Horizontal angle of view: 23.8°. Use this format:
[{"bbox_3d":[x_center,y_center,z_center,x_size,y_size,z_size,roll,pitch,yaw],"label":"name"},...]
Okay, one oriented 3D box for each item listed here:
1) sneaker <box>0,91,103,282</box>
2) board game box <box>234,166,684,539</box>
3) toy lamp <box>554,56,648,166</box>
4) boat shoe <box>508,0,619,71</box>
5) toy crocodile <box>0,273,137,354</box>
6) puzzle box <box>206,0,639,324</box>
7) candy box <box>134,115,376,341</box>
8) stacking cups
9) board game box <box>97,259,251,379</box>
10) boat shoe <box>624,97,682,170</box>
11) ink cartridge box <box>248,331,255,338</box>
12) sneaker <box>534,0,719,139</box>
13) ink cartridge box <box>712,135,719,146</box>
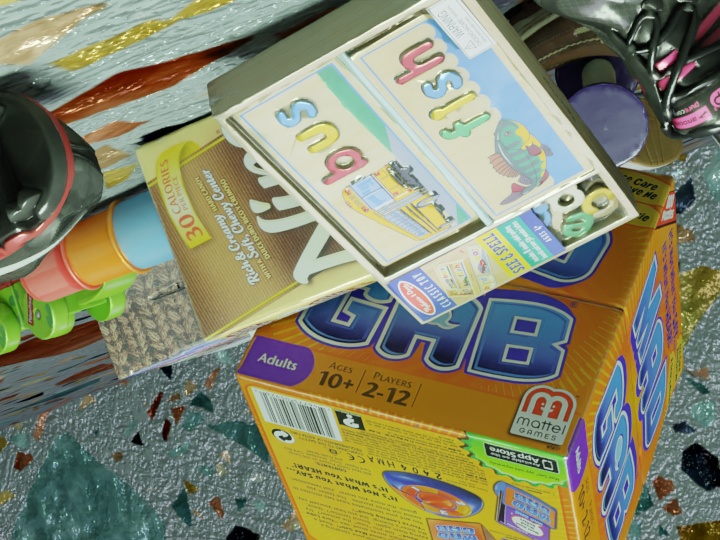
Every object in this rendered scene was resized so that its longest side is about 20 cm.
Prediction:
[{"bbox_3d":[-0.196,-0.015,0.744,0.200,0.071,0.098,-23,174,17],"label":"sneaker"},{"bbox_3d":[0.072,0.060,1.049,0.200,0.200,0.200,12,147,21],"label":"board game box"},{"bbox_3d":[0.148,-0.112,1.066,0.058,0.058,0.200,-22,-166,15],"label":"toy lamp"},{"bbox_3d":[0.162,-0.137,0.930,0.202,0.075,0.075,-24,175,43],"label":"boat shoe"},{"bbox_3d":[-0.231,0.019,1.249,0.067,0.062,0.200,-18,180,-40],"label":"toy crocodile"},{"bbox_3d":[0.035,-0.057,0.826,0.133,0.025,0.200,-27,138,19],"label":"puzzle box"},{"bbox_3d":[-0.009,-0.049,0.937,0.200,0.116,0.055,-21,176,11],"label":"candy box"},{"bbox_3d":[-0.128,-0.031,1.089,0.200,0.061,0.060,-18,178,25],"label":"stacking cups"},{"bbox_3d":[-0.102,0.006,1.403,0.159,0.097,0.200,-22,176,22],"label":"board game box"},{"bbox_3d":[0.227,-0.122,1.645,0.200,0.071,0.069,-7,170,-39],"label":"boat shoe"},{"bbox_3d":[0.000,0.000,1.302,0.067,0.117,0.200,6,-127,32],"label":"ink cartridge box"},{"bbox_3d":[0.161,-0.111,0.833,0.200,0.084,0.077,22,141,-30],"label":"sneaker"},{"bbox_3d":[0.254,-0.117,1.051,0.094,0.044,0.200,-23,133,29],"label":"ink cartridge box"}]
